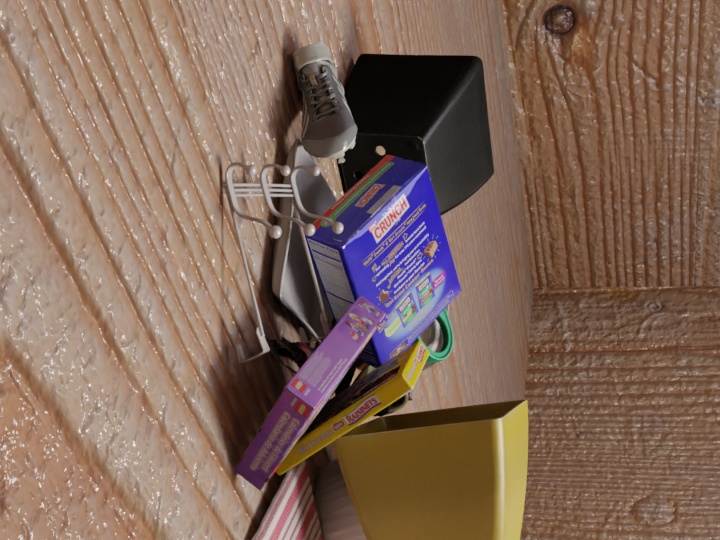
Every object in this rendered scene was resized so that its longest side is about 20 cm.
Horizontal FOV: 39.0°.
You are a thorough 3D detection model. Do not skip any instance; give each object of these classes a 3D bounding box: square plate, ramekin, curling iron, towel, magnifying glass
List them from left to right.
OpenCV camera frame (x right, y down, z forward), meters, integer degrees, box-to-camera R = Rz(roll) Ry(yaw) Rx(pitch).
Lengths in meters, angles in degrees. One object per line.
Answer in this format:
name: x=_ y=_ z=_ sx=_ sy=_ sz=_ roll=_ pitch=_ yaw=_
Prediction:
towel: x=-0.082 y=0.337 z=1.178 sx=0.147 sy=0.029 sz=0.202 roll=-61 pitch=147 yaw=-57
curling iron: x=-0.068 y=0.106 z=1.223 sx=0.026 sy=0.050 sz=0.200 roll=-46 pitch=166 yaw=1
square plate: x=-0.066 y=-0.026 z=1.247 sx=0.198 sy=0.028 sz=0.203 roll=57 pitch=36 yaw=-64
ramekin: x=0.014 y=0.327 z=1.328 sx=0.202 sy=0.093 sz=0.205 roll=-18 pitch=90 yaw=-75
magnifying glass: x=0.099 y=0.035 z=1.433 sx=0.079 sy=0.022 sz=0.202 roll=26 pitch=51 yaw=-35

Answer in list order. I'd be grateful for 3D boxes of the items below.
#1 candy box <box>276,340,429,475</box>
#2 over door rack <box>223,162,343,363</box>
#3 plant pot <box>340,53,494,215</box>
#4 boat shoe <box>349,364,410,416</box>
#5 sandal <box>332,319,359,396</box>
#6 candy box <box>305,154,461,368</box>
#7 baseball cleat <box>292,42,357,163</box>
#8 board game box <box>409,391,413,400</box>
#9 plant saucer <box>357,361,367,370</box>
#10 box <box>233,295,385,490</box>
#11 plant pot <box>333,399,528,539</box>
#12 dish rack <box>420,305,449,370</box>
candy box: x=-0.012 y=0.155 z=1.157 sx=0.027 sy=0.199 sz=0.102 roll=53 pitch=22 yaw=-4
over door rack: x=-0.075 y=-0.013 z=1.081 sx=0.147 sy=0.066 sz=0.203 roll=-8 pitch=93 yaw=-63
plant pot: x=0.067 y=-0.182 z=1.473 sx=0.178 sy=0.197 sz=0.202 roll=-56 pitch=144 yaw=-46
boat shoe: x=0.032 y=0.159 z=1.345 sx=0.072 sy=0.066 sz=0.201 roll=-52 pitch=169 yaw=9
sandal: x=-0.023 y=0.095 z=1.368 sx=0.201 sy=0.044 sz=0.076 roll=-68 pitch=157 yaw=-57
candy box: x=0.031 y=-0.009 z=1.254 sx=0.169 sy=0.076 sz=0.202 roll=-43 pitch=133 yaw=-30
baseball cleat: x=-0.052 y=-0.207 z=1.213 sx=0.201 sy=0.069 sz=0.107 roll=-107 pitch=176 yaw=-60
board game box: x=0.065 y=0.141 z=1.743 sx=0.200 sy=0.019 sz=0.104 roll=61 pitch=33 yaw=-60
plant saucer: x=0.041 y=0.049 z=1.454 sx=0.200 sy=0.037 sz=0.203 roll=-161 pitch=-91 yaw=-84
box: x=-0.051 y=0.127 z=1.092 sx=0.138 sy=0.039 sz=0.200 roll=-59 pitch=175 yaw=34
plant pot: x=0.099 y=0.261 z=1.199 sx=0.200 sy=0.197 sz=0.179 roll=5 pitch=77 yaw=-72
dish rack: x=0.065 y=0.075 z=1.533 sx=0.200 sy=0.043 sz=0.174 roll=-33 pitch=-137 yaw=55
